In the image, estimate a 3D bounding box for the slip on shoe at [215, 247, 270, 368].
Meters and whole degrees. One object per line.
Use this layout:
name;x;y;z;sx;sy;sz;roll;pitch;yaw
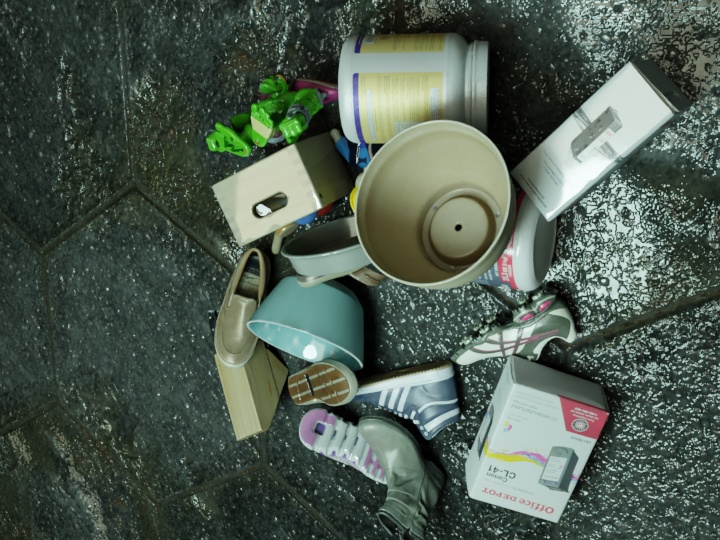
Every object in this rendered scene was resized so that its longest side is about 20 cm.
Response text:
slip on shoe;-0.195;0.059;1.367;0.075;0.061;0.204;16;72;-1

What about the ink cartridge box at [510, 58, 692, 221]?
ink cartridge box;0.304;-0.167;1.030;0.200;0.144;0.084;-43;81;31

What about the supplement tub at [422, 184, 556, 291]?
supplement tub;0.164;-0.054;1.146;0.197;0.140;0.143;8;108;28

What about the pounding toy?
pounding toy;-0.121;-0.105;1.285;0.197;0.184;0.144;-23;97;23

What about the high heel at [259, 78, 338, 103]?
high heel;-0.095;-0.248;1.274;0.198;0.066;0.098;15;104;52

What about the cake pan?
cake pan;-0.021;-0.041;1.226;0.197;0.200;0.037;-6;109;31

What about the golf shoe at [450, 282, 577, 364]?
golf shoe;0.220;0.103;1.197;0.199;0.077;0.089;-34;93;33

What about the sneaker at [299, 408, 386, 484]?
sneaker;-0.010;0.299;1.388;0.197;0.089;0.082;24;71;3

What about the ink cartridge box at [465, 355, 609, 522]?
ink cartridge box;0.252;0.245;1.183;0.145;0.086;0.203;16;112;-1

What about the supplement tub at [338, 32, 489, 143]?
supplement tub;0.077;-0.249;1.121;0.196;0.146;0.149;2;105;10

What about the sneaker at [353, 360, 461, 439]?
sneaker;0.070;0.217;1.317;0.197;0.070;0.111;-15;94;30

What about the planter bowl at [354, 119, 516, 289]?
planter bowl;0.109;-0.067;1.020;0.197;0.134;0.205;-6;75;25

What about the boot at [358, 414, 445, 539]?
boot;0.056;0.332;1.283;0.067;0.132;0.200;-25;115;41

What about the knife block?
knife block;-0.211;0.163;1.411;0.063;0.202;0.176;-27;119;33

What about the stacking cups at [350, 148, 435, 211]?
stacking cups;0.052;-0.137;1.144;0.061;0.060;0.200;56;146;5

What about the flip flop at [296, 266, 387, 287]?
flip flop;0.000;0.000;1.249;0.081;0.196;0.059;-158;52;-71

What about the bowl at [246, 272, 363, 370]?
bowl;-0.072;0.075;1.309;0.197;0.201;0.107;12;70;27

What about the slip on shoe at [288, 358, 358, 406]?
slip on shoe;-0.051;0.184;1.342;0.199;0.060;0.077;-27;79;57

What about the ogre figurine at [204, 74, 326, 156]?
ogre figurine;-0.132;-0.221;1.198;0.099;0.120;0.199;51;141;-8

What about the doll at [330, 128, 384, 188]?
doll;0.007;-0.215;1.248;0.134;0.048;0.204;2;102;33
